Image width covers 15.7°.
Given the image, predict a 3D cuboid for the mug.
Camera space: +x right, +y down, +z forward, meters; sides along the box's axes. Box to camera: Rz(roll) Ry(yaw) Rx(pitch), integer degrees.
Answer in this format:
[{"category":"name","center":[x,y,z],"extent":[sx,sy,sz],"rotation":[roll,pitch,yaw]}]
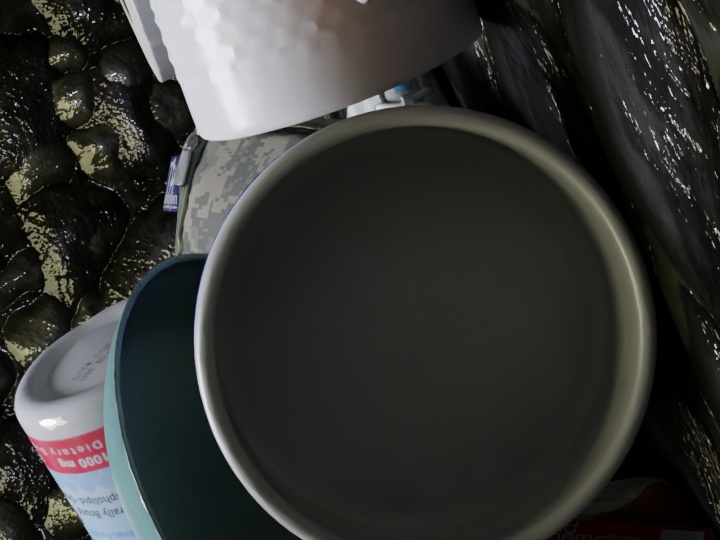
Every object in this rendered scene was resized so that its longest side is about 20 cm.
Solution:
[{"category":"mug","center":[-0.029,-0.179,1.255],"extent":[0.200,0.147,0.176],"rotation":[-44,-63,-61]}]

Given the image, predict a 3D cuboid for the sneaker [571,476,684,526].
[{"category":"sneaker","center":[0.096,0.123,1.347],"extent":[0.078,0.083,0.200],"rotation":[26,158,-26]}]

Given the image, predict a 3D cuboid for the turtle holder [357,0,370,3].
[{"category":"turtle holder","center":[-0.002,-0.184,0.985],"extent":[0.132,0.141,0.185],"rotation":[52,136,-1]}]

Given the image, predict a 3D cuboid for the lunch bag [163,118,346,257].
[{"category":"lunch bag","center":[0.000,0.000,1.357],"extent":[0.199,0.139,0.169],"rotation":[6,111,42]}]

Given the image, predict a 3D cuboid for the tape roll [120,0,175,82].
[{"category":"tape roll","center":[-0.120,-0.252,1.857],"extent":[0.203,0.138,0.204],"rotation":[157,90,-86]}]

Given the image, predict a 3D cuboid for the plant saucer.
[{"category":"plant saucer","center":[-0.057,0.091,1.209],"extent":[0.200,0.036,0.201],"rotation":[36,-140,-38]}]

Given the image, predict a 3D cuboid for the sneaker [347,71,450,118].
[{"category":"sneaker","center":[0.026,-0.075,1.481],"extent":[0.200,0.075,0.087],"rotation":[-125,22,-60]}]

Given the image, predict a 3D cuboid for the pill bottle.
[{"category":"pill bottle","center":[-0.082,0.118,1.317],"extent":[0.201,0.108,0.109],"rotation":[61,178,-22]}]

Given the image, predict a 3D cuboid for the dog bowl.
[{"category":"dog bowl","center":[0.025,0.028,1.147],"extent":[0.079,0.199,0.201],"rotation":[-148,35,-84]}]

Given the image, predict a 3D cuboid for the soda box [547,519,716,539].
[{"category":"soda box","center":[0.076,0.163,1.266],"extent":[0.070,0.199,0.064],"rotation":[71,-150,-43]}]
